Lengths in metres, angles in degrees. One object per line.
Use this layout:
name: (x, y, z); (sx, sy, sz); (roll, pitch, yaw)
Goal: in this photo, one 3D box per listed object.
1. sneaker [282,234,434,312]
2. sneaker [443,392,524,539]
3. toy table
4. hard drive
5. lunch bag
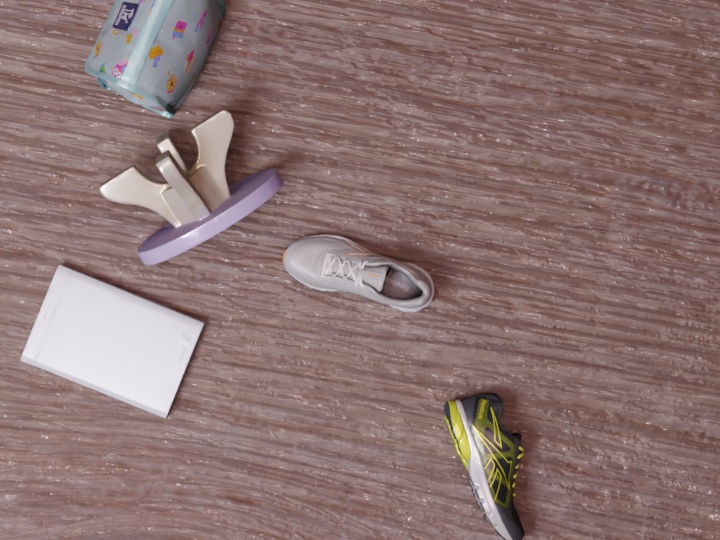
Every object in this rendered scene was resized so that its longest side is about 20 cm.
sneaker: (0.000, 0.000, 1.672); (0.200, 0.092, 0.076); (13, 89, -1)
sneaker: (0.176, 0.249, 1.685); (0.084, 0.074, 0.200); (-22, 90, -2)
toy table: (-0.211, -0.106, 1.637); (0.200, 0.184, 0.117); (-35, 108, -10)
hard drive: (-0.316, 0.091, 1.696); (0.200, 0.026, 0.132); (22, 89, -1)
lunch bag: (-0.249, -0.286, 1.613); (0.122, 0.200, 0.171); (25, 90, -2)
